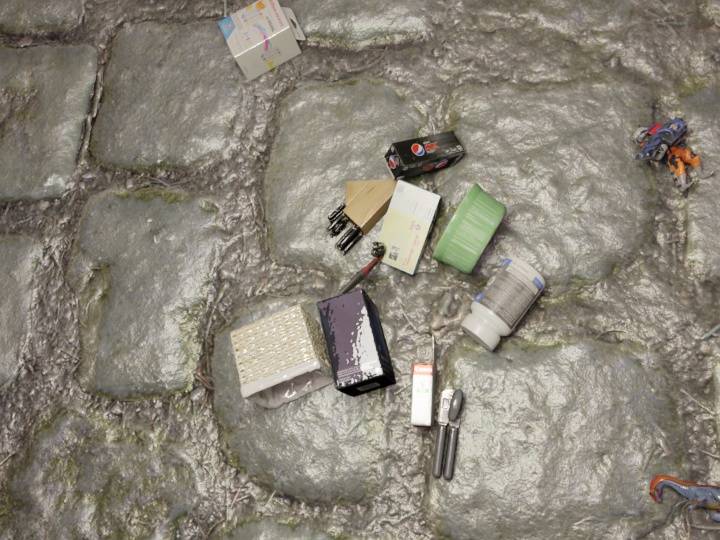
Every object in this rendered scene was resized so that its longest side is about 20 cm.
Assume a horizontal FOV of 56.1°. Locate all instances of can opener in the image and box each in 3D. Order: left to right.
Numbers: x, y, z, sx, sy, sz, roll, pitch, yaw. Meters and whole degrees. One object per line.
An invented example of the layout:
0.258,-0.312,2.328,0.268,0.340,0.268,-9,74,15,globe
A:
0.197,0.370,1.542,0.051,0.066,0.205,8,82,11,can opener

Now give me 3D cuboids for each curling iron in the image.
0.000,0.000,1.601,0.025,0.050,0.201,-7,35,49,curling iron

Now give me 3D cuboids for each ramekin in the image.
0.259,-0.091,1.579,0.097,0.200,0.202,31,83,9,ramekin

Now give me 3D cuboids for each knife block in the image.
0.013,-0.133,1.701,0.195,0.064,0.180,-2,76,9,knife block

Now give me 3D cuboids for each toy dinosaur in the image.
0.714,0.482,1.429,0.180,0.107,0.198,37,47,29,toy dinosaur

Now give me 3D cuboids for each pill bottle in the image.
0.326,0.077,1.563,0.113,0.114,0.201,37,84,17,pill bottle

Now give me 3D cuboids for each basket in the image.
-0.179,0.206,1.584,0.196,0.199,0.164,-23,69,4,basket

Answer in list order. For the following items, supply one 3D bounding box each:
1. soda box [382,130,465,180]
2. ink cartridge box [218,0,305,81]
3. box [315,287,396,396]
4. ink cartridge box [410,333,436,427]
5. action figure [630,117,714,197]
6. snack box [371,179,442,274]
0.156,-0.284,1.663,0.197,0.063,0.072,-17,71,-30,soda box
-0.262,-0.644,1.850,0.197,0.125,0.131,-28,72,3,ink cartridge box
-0.006,0.169,1.556,0.121,0.200,0.203,-17,73,6,box
0.146,0.254,1.553,0.049,0.109,0.205,0,76,10,ink cartridge box
0.709,-0.263,1.588,0.198,0.105,0.194,-28,66,-24,action figure
0.114,-0.106,1.656,0.114,0.037,0.204,23,101,16,snack box
